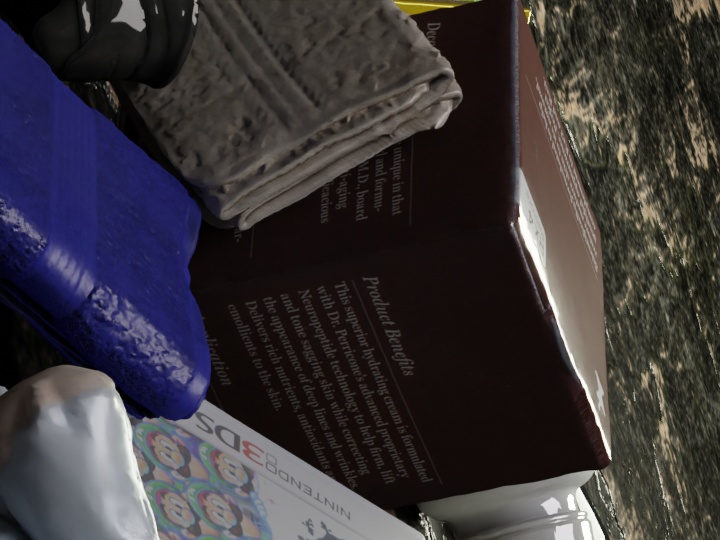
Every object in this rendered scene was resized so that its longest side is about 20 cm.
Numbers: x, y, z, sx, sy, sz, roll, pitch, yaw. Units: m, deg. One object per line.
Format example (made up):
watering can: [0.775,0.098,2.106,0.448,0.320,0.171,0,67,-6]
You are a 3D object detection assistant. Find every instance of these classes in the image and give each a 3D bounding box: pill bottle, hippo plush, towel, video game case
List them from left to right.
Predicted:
hippo plush: [-0.144,0.140,0.946,0.160,0.159,0.201,-18,74,-43]
towel: [-0.141,-0.036,1.146,0.200,0.049,0.148,44,21,-30]
towel: [-0.048,-0.102,1.308,0.200,0.132,0.035,56,-8,45]
video game case: [-0.042,0.139,1.151,0.182,0.024,0.200,34,30,-25]
pill bottle: [0.074,0.081,1.663,0.111,0.111,0.201,12,62,-71]

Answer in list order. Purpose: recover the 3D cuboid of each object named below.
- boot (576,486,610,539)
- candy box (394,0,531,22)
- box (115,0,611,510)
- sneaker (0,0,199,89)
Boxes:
boot: [0.125,0.152,1.825,0.203,0.073,0.154,13,59,-72]
candy box: [0.004,-0.092,1.476,0.199,0.026,0.103,0,107,-42]
box: [0.000,0.000,1.334,0.165,0.199,0.166,-87,161,-47]
sneaker: [-0.145,-0.168,1.272,0.090,0.076,0.201,-9,60,-36]
